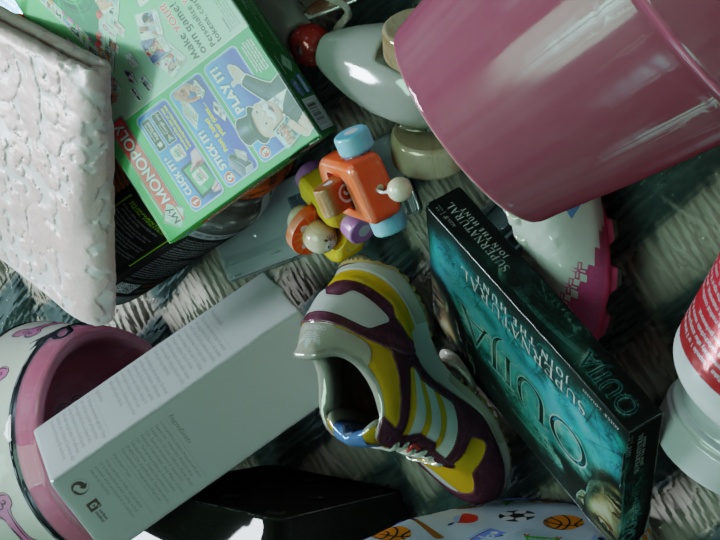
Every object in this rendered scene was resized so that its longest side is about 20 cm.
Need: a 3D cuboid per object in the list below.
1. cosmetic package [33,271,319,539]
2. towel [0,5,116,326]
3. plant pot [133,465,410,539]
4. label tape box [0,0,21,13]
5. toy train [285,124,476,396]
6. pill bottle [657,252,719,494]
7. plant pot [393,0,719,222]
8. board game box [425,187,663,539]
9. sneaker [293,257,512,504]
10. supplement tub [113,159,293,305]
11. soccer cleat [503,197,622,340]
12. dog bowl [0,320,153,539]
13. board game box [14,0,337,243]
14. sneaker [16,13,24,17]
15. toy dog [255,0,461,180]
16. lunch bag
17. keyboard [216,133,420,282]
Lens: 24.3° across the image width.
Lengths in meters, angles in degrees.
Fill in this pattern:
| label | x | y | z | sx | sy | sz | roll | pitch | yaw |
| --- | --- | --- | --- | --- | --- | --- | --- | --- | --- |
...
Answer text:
| label | x | y | z | sx | sy | sz | roll | pitch | yaw |
| --- | --- | --- | --- | --- | --- | --- | --- | --- | --- |
| cosmetic package | -0.118 | 0.095 | 1.150 | 0.071 | 0.200 | 0.101 | 57 | 174 | -22 |
| towel | -0.236 | -0.082 | 1.129 | 0.191 | 0.032 | 0.200 | 29 | 133 | 29 |
| plant pot | -0.065 | 0.240 | 1.183 | 0.199 | 0.200 | 0.178 | 5 | 96 | 40 |
| label tape box | -0.266 | -0.145 | 1.310 | 0.144 | 0.063 | 0.200 | 38 | 125 | 25 |
| toy train | 0.000 | 0.000 | 1.075 | 0.150 | 0.056 | 0.200 | 29 | 145 | 60 |
| pill bottle | 0.237 | 0.025 | 0.893 | 0.112 | 0.112 | 0.200 | 40 | 126 | 24 |
| plant pot | 0.124 | -0.125 | 0.851 | 0.179 | 0.200 | 0.200 | -36 | 79 | 21 |
| board game box | 0.106 | 0.060 | 1.007 | 0.200 | 0.028 | 0.135 | 51 | 160 | 34 |
| sneaker | 0.022 | 0.091 | 1.045 | 0.075 | 0.090 | 0.200 | -5 | 128 | 43 |
| supplement tub | -0.143 | -0.062 | 1.190 | 0.200 | 0.122 | 0.123 | -29 | 84 | 42 |
| soccer cleat | 0.108 | -0.045 | 0.993 | 0.070 | 0.086 | 0.200 | -132 | 41 | -73 |
| dog bowl | -0.205 | 0.130 | 1.261 | 0.074 | 0.200 | 0.201 | -15 | 94 | 35 |
| board game box | -0.123 | -0.136 | 1.064 | 0.134 | 0.029 | 0.200 | -32 | 90 | 27 |
| sneaker | -0.270 | -0.109 | 1.222 | 0.200 | 0.077 | 0.073 | -59 | 36 | 30 |
| toy dog | 0.017 | -0.144 | 1.055 | 0.200 | 0.096 | 0.132 | 48 | 145 | 24 |
| lunch bag | 0.083 | 0.198 | 1.024 | 0.160 | 0.200 | 0.076 | 3 | 102 | 41 |
| keyboard | -0.038 | -0.041 | 1.184 | 0.200 | 0.011 | 0.056 | -20 | 85 | 43 |
